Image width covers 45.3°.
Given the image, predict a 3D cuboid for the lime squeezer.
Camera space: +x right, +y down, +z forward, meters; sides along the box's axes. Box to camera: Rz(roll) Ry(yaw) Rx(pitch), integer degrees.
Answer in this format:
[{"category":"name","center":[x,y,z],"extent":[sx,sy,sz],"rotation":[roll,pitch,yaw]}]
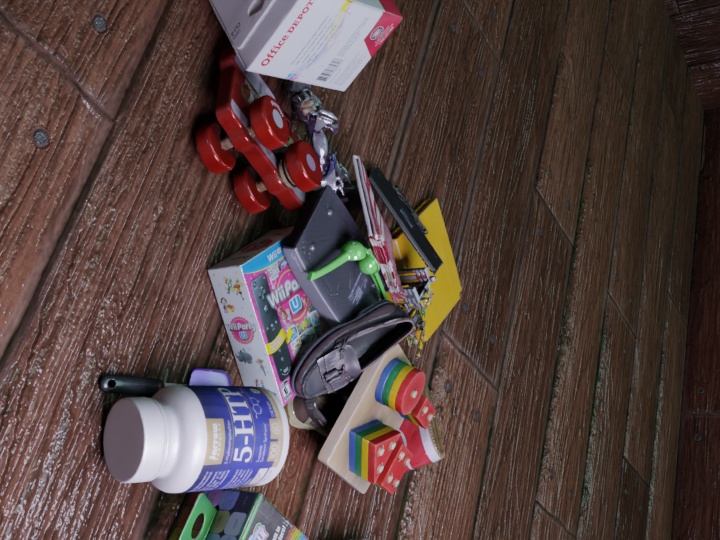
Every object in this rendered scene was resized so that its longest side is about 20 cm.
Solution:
[{"category":"lime squeezer","center":[0.000,0.000,1.202],"extent":[0.199,0.037,0.072],"rotation":[23,70,-55]}]

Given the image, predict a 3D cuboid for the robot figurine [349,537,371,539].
[{"category":"robot figurine","center":[-0.020,0.471,1.235],"extent":[0.199,0.111,0.174],"rotation":[-37,122,-51]}]

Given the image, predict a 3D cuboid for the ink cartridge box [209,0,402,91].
[{"category":"ink cartridge box","center":[-0.076,-0.355,1.161],"extent":[0.198,0.145,0.146],"rotation":[-2,56,-51]}]

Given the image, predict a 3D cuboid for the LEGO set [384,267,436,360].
[{"category":"LEGO set","center":[0.069,0.089,1.404],"extent":[0.200,0.114,0.157],"rotation":[-45,122,-47]}]

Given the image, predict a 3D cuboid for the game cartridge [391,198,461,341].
[{"category":"game cartridge","center":[0.118,-0.003,1.568],"extent":[0.176,0.032,0.204],"rotation":[-43,123,-49]}]

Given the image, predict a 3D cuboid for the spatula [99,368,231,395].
[{"category":"spatula","center":[-0.232,0.142,1.046],"extent":[0.198,0.020,0.058],"rotation":[17,76,-53]}]

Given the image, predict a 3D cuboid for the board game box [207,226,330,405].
[{"category":"board game box","center":[-0.116,0.062,1.188],"extent":[0.147,0.063,0.204],"rotation":[-38,117,-52]}]

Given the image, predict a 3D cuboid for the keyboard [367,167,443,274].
[{"category":"keyboard","center":[0.076,-0.087,1.457],"extent":[0.202,0.020,0.127],"rotation":[56,19,-2]}]

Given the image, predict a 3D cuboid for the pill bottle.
[{"category":"pill bottle","center":[-0.191,0.195,1.008],"extent":[0.198,0.118,0.123],"rotation":[8,79,-46]}]

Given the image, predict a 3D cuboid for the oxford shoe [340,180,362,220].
[{"category":"oxford shoe","center":[-0.044,-0.065,1.317],"extent":[0.201,0.070,0.072],"rotation":[-54,148,-38]}]

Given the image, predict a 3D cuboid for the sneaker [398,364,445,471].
[{"category":"sneaker","center":[0.070,0.251,1.445],"extent":[0.072,0.111,0.202],"rotation":[52,17,-34]}]

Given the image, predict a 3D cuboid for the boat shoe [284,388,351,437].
[{"category":"boat shoe","center":[-0.034,0.214,1.286],"extent":[0.198,0.064,0.075],"rotation":[16,72,-54]}]

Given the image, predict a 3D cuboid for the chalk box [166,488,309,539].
[{"category":"chalk box","center":[-0.158,0.345,1.044],"extent":[0.201,0.122,0.126],"rotation":[54,47,-36]}]

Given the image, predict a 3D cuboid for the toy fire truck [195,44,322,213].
[{"category":"toy fire truck","center":[-0.130,-0.187,1.172],"extent":[0.201,0.110,0.171],"rotation":[50,29,-41]}]

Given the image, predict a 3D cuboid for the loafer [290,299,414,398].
[{"category":"loafer","center":[-0.008,0.109,1.185],"extent":[0.199,0.062,0.073],"rotation":[-37,127,-28]}]

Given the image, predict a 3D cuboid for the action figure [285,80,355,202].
[{"category":"action figure","center":[-0.062,-0.199,1.261],"extent":[0.131,0.068,0.204],"rotation":[-104,180,-68]}]

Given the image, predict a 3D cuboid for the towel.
[{"category":"towel","center":[0.028,-0.059,1.282],"extent":[0.201,0.022,0.147],"rotation":[66,10,-59]}]

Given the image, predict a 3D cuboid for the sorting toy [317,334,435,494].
[{"category":"sorting toy","center":[0.040,0.231,1.293],"extent":[0.203,0.069,0.199],"rotation":[-60,153,-15]}]

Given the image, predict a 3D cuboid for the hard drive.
[{"category":"hard drive","center":[-0.036,-0.004,1.220],"extent":[0.202,0.042,0.137],"rotation":[58,44,-38]}]
